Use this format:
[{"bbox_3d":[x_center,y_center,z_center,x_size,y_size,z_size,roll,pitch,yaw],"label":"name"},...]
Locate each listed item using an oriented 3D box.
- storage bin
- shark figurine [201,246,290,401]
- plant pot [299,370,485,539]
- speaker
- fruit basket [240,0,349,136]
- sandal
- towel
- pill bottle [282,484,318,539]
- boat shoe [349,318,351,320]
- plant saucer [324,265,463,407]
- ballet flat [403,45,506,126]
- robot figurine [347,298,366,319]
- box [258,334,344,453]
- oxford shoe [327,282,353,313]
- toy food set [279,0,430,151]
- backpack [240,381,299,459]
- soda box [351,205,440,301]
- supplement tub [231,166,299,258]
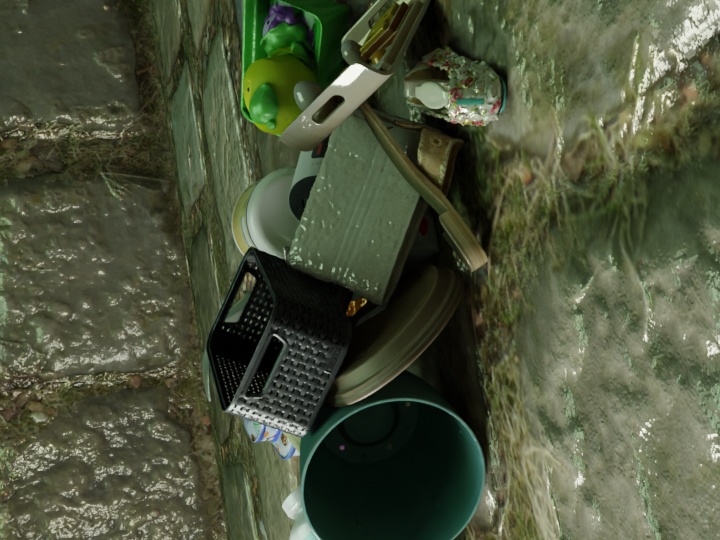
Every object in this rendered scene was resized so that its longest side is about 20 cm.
[{"bbox_3d":[-0.093,0.074,1.227,0.136,0.093,0.200,-64,21,12],"label":"storage bin"},{"bbox_3d":[-0.112,0.062,1.380,0.090,0.213,0.129,47,158,43],"label":"shark figurine"},{"bbox_3d":[0.021,0.198,1.255,0.161,0.199,0.202,-119,26,-67],"label":"plant pot"},{"bbox_3d":[-0.034,-0.136,1.363,0.201,0.080,0.082,-79,-3,-50],"label":"speaker"},{"bbox_3d":[-0.106,-0.254,1.475,0.155,0.215,0.217,29,134,25],"label":"fruit basket"},{"bbox_3d":[0.083,-0.103,1.151,0.213,0.069,0.078,57,179,15],"label":"sandal"},{"bbox_3d":[0.006,-0.076,1.229,0.034,0.132,0.202,19,-87,-66],"label":"towel"},{"bbox_3d":[-0.020,0.371,1.491,0.200,0.110,0.111,49,150,21],"label":"pill bottle"},{"bbox_3d":[-0.004,0.094,1.376,0.200,0.073,0.062,-37,74,26],"label":"boat shoe"},{"bbox_3d":[0.026,0.064,1.203,0.029,0.200,0.200,46,170,-14],"label":"plant saucer"},{"bbox_3d":[0.079,-0.183,1.115,0.200,0.063,0.076,-148,52,-70],"label":"ballet flat"},{"bbox_3d":[0.000,0.000,1.467,0.145,0.058,0.202,155,106,-72],"label":"robot figurine"},{"bbox_3d":[-0.058,0.172,1.532,0.176,0.096,0.200,50,159,19],"label":"box"},{"bbox_3d":[-0.033,0.090,1.326,0.073,0.084,0.202,-113,36,-62],"label":"oxford shoe"},{"bbox_3d":[-0.007,-0.226,1.177,0.143,0.060,0.201,-38,20,44],"label":"toy food set"},{"bbox_3d":[-0.107,0.200,1.779,0.190,0.153,0.202,42,134,51],"label":"backpack"},{"bbox_3d":[0.010,-0.020,1.326,0.200,0.063,0.069,-32,67,54],"label":"soda box"},{"bbox_3d":[-0.114,-0.073,1.675,0.200,0.143,0.146,172,91,-73],"label":"supplement tub"}]
